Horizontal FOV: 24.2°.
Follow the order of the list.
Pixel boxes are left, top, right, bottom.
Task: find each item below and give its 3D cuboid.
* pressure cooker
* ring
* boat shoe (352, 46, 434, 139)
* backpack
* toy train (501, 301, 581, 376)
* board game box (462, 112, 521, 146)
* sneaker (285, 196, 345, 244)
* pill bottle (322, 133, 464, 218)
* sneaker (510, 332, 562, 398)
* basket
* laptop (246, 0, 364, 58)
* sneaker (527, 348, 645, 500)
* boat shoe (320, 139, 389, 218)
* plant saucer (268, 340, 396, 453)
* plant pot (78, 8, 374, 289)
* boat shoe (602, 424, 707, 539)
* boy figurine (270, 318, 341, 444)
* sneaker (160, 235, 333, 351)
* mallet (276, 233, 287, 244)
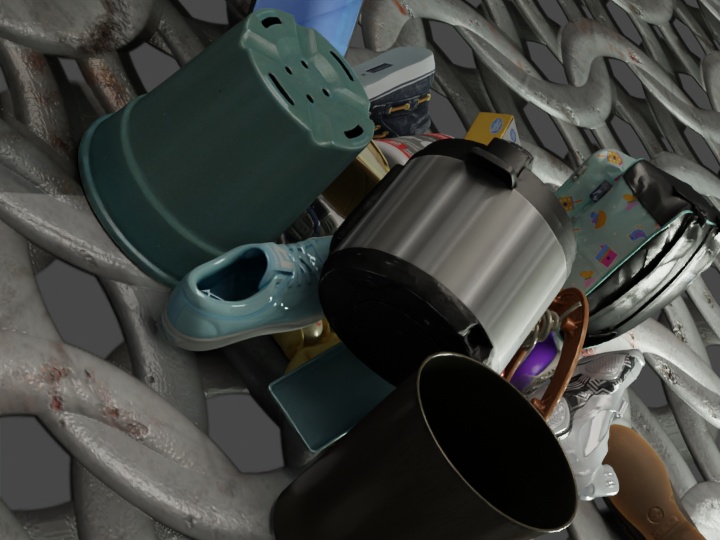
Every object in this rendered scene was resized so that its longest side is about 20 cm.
[{"bbox_3d":[0.082,-0.010,1.407,0.179,0.176,0.200,51,60,-23],"label":"pressure cooker"},{"bbox_3d":[0.154,0.103,1.586,0.019,0.201,0.201,29,34,-11],"label":"ring"},{"bbox_3d":[0.008,-0.164,1.752,0.200,0.071,0.091,-25,123,-40],"label":"boat shoe"},{"bbox_3d":[0.258,-0.019,1.733,0.153,0.200,0.176,47,17,26],"label":"backpack"},{"bbox_3d":[0.098,0.047,1.566,0.116,0.200,0.085,43,33,-5],"label":"toy train"},{"bbox_3d":[0.113,-0.036,1.686,0.200,0.040,0.153,-58,144,-34],"label":"board game box"},{"bbox_3d":[0.000,0.000,1.573,0.087,0.075,0.200,25,22,-52],"label":"sneaker"},{"bbox_3d":[0.058,-0.083,1.733,0.114,0.114,0.200,58,30,11],"label":"pill bottle"},{"bbox_3d":[0.165,0.064,1.780,0.099,0.070,0.200,41,26,-5],"label":"sneaker"},{"bbox_3d":[0.039,0.178,1.329,0.180,0.200,0.136,36,37,-26],"label":"basket"},{"bbox_3d":[-0.032,-0.227,1.777,0.177,0.103,0.200,4,54,-52],"label":"laptop"},{"bbox_3d":[0.230,0.162,1.704,0.200,0.075,0.115,-31,104,-38],"label":"sneaker"},{"bbox_3d":[-0.041,-0.130,1.586,0.200,0.074,0.066,52,22,-19],"label":"boat shoe"},{"bbox_3d":[0.010,0.086,1.449,0.200,0.019,0.070,-30,81,-35],"label":"plant saucer"},{"bbox_3d":[-0.106,-0.110,1.453,0.200,0.196,0.201,34,34,-27],"label":"plant pot"},{"bbox_3d":[0.304,0.255,1.768,0.200,0.070,0.070,60,-7,8],"label":"boat shoe"},{"bbox_3d":[-0.015,0.099,1.484,0.124,0.064,0.200,-20,77,-50],"label":"boy figurine"},{"bbox_3d":[-0.069,0.008,1.412,0.200,0.082,0.074,-24,71,-32],"label":"sneaker"},{"bbox_3d":[-0.095,-0.066,1.590,0.041,0.066,0.201,12,63,-47],"label":"mallet"}]
